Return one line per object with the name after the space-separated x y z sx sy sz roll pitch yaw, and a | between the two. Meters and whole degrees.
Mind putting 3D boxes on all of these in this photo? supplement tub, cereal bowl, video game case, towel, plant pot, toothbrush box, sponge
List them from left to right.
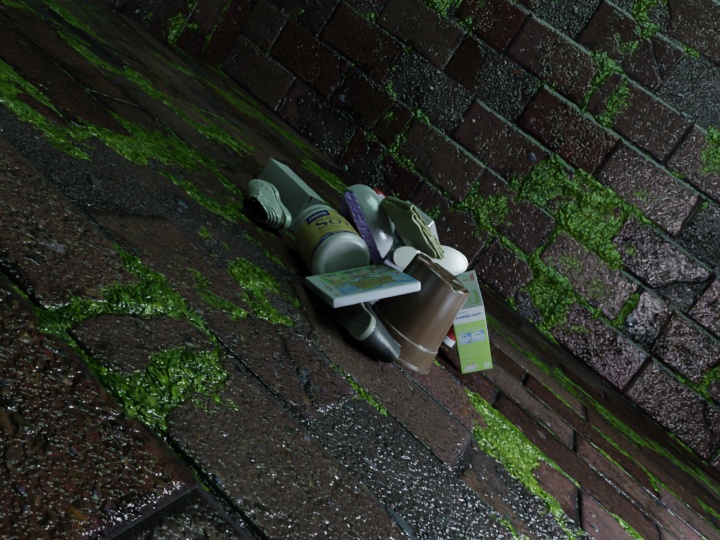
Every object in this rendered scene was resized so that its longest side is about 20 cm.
-0.073 -0.057 1.537 0.143 0.147 0.201 27 15 -34 | supplement tub
0.001 0.027 1.376 0.194 0.023 0.181 -10 17 -21 | video game case
0.002 -0.080 1.577 0.112 0.029 0.205 124 -56 -75 | sponge
0.030 -0.124 1.646 0.200 0.081 0.205 157 -89 -80 | cereal bowl
0.115 -0.100 1.506 0.150 0.036 0.200 55 -6 -23 | towel
0.131 0.087 1.461 0.198 0.200 0.201 34 13 -9 | plant pot
0.271 0.129 1.647 0.147 0.083 0.204 -90 166 -57 | toothbrush box

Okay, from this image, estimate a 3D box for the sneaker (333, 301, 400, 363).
0.011 0.119 1.346 0.106 0.075 0.200 47 4 -25 | sneaker

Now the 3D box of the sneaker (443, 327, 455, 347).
0.244 0.121 1.860 0.070 0.114 0.201 29 14 -27 | sneaker

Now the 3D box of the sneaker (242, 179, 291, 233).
-0.256 -0.181 1.645 0.114 0.076 0.201 25 19 -50 | sneaker

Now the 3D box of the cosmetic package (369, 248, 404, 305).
0.120 0.060 1.717 0.197 0.124 0.200 36 13 -1 | cosmetic package

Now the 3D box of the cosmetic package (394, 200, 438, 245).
0.150 -0.085 1.726 0.101 0.074 0.201 41 -11 29 | cosmetic package

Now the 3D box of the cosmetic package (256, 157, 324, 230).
-0.202 -0.206 1.811 0.200 0.114 0.080 46 16 30 | cosmetic package

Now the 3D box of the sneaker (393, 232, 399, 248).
0.079 -0.047 1.848 0.115 0.200 0.081 45 17 1 | sneaker

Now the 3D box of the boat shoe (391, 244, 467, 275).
0.171 -0.032 1.643 0.193 0.075 0.062 6 10 -11 | boat shoe

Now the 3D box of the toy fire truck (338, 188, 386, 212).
0.006 -0.129 1.850 0.111 0.202 0.168 37 0 23 | toy fire truck
